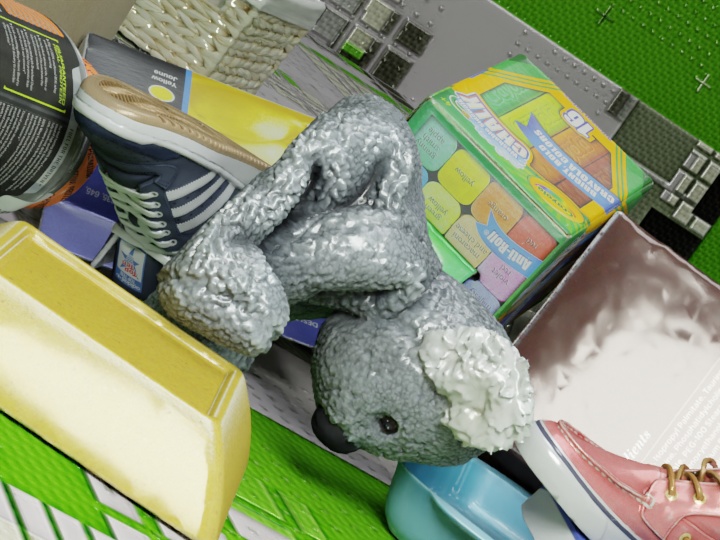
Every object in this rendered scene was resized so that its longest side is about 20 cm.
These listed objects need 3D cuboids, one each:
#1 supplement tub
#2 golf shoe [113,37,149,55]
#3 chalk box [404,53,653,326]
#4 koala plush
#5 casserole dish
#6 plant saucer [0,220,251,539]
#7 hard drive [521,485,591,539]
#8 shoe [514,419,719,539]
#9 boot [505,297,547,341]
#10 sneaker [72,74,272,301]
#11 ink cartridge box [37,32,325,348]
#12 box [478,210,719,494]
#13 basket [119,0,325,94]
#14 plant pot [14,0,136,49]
[{"bbox_3d":[-0.230,-0.099,1.557,0.123,0.123,0.200,40,9,30],"label":"supplement tub"},{"bbox_3d":[-0.151,-0.103,2.117,0.200,0.078,0.095,28,-23,15],"label":"golf shoe"},{"bbox_3d":[0.068,-0.035,1.739,0.124,0.124,0.200,46,27,7],"label":"chalk box"},{"bbox_3d":[0.010,0.026,1.547,0.200,0.184,0.177,44,-14,1],"label":"koala plush"},{"bbox_3d":[0.074,0.152,1.632,0.121,0.039,0.200,37,8,13],"label":"casserole dish"},{"bbox_3d":[-0.133,0.042,1.406,0.200,0.048,0.200,35,9,-3],"label":"plant saucer"},{"bbox_3d":[0.178,0.212,1.593,0.200,0.025,0.132,40,13,-33],"label":"hard drive"},{"bbox_3d":[0.180,0.128,1.587,0.200,0.091,0.071,42,11,-22],"label":"shoe"},{"bbox_3d":[0.137,0.074,1.994,0.200,0.131,0.068,37,9,16],"label":"boot"},{"bbox_3d":[-0.122,-0.038,1.606,0.070,0.109,0.200,35,4,24],"label":"sneaker"},{"bbox_3d":[-0.095,-0.053,1.768,0.197,0.047,0.200,21,30,-14],"label":"ink cartridge box"},{"bbox_3d":[0.185,0.102,1.764,0.200,0.164,0.166,37,-12,9],"label":"box"},{"bbox_3d":[-0.140,-0.249,2.739,0.136,0.123,0.200,37,9,12],"label":"basket"},{"bbox_3d":[-0.260,-0.198,1.804,0.200,0.200,0.177,35,19,4],"label":"plant pot"}]
